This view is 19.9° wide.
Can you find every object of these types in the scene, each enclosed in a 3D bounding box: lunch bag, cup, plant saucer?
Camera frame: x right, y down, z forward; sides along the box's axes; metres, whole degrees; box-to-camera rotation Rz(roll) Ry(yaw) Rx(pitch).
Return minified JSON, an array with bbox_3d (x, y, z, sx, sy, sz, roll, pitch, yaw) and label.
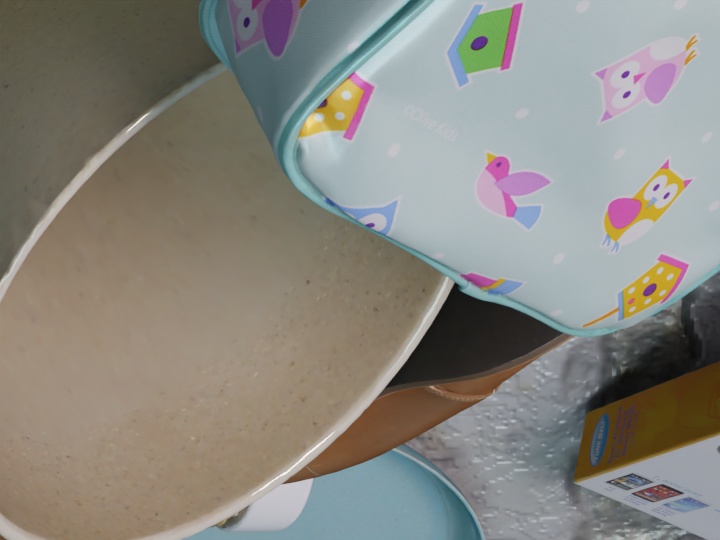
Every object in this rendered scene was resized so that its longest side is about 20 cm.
[{"bbox_3d":[0.067,-0.070,0.556,0.160,0.077,0.200,-45,144,15],"label":"lunch bag"},{"bbox_3d":[-0.079,-0.030,0.659,0.200,0.143,0.201,-31,145,-24],"label":"cup"},{"bbox_3d":[-0.039,0.129,0.975,0.199,0.027,0.201,1,135,1],"label":"plant saucer"}]

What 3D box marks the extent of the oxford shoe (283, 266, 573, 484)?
[{"bbox_3d":[0.027,0.023,0.743,0.200,0.072,0.071,-26,150,27],"label":"oxford shoe"}]

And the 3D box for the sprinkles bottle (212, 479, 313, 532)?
[{"bbox_3d":[-0.119,0.070,0.822,0.199,0.068,0.068,4,138,-28],"label":"sprinkles bottle"}]

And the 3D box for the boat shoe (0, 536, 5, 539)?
[{"bbox_3d":[-0.179,0.091,0.908,0.070,0.070,0.200,-17,138,-49],"label":"boat shoe"}]

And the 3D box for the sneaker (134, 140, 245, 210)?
[{"bbox_3d":[0.000,0.000,0.812,0.198,0.080,0.130,5,141,-11],"label":"sneaker"}]

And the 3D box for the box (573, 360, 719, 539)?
[{"bbox_3d":[0.182,0.081,0.867,0.119,0.042,0.200,24,152,-20],"label":"box"}]
